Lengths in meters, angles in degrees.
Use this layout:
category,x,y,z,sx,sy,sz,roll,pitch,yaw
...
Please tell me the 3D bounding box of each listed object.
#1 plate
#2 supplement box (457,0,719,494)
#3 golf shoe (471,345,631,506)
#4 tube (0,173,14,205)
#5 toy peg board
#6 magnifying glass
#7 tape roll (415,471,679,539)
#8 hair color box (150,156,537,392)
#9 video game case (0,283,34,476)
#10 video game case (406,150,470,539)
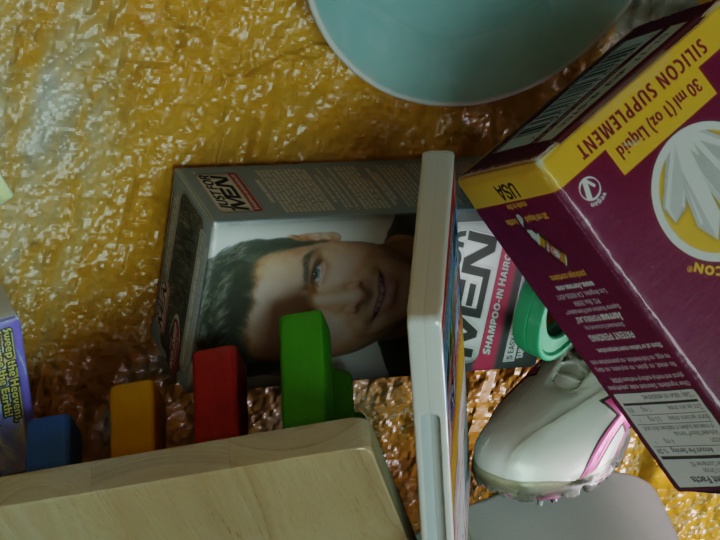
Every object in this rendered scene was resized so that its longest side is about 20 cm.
category,x,y,z,sx,sy,sz,roll,pitch,yaw
plate,0.059,-0.174,1.283,0.199,0.026,0.201,-13,124,-20
supplement box,0.164,-0.008,1.275,0.131,0.103,0.200,-41,101,-19
golf shoe,0.125,0.051,1.405,0.200,0.072,0.093,-34,131,-41
tube,-0.258,-0.011,1.188,0.199,0.052,0.058,-31,170,-7
toy peg board,-0.073,0.115,1.316,0.198,0.098,0.200,-10,143,8
magnifying glass,0.134,-0.044,1.357,0.201,0.022,0.080,-58,156,-11
tape roll,0.100,0.222,1.436,0.201,0.140,0.203,-18,152,-10
hair color box,0.000,0.000,1.341,0.199,0.061,0.100,-3,121,-24
video game case,-0.247,0.115,1.299,0.180,0.045,0.201,-14,125,-17
video game case,0.039,0.064,1.277,0.017,0.143,0.201,0,124,5
